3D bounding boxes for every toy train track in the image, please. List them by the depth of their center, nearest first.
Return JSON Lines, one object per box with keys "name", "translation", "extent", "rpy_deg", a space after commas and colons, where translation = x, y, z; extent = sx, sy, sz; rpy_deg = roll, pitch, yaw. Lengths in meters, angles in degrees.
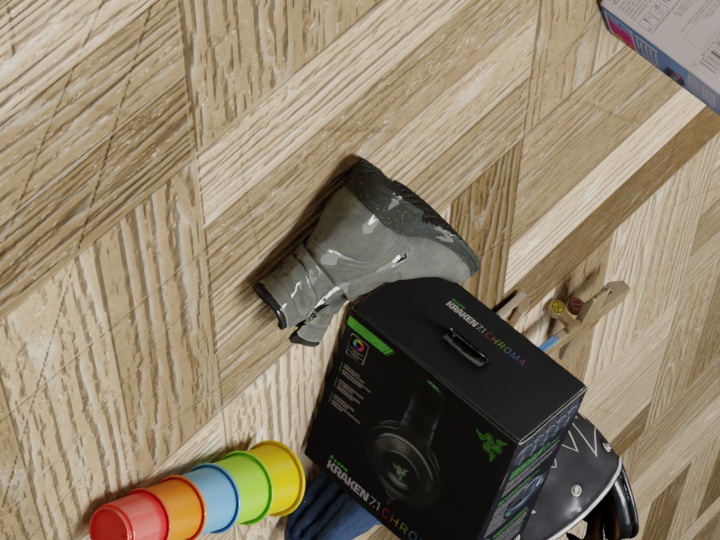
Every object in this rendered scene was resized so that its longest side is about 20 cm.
{"name": "toy train track", "translation": [0.090, 0.084, 1.904], "extent": [0.200, 0.033, 0.115], "rpy_deg": [-39, 165, -37]}
{"name": "toy train track", "translation": [0.171, 0.061, 2.053], "extent": [0.200, 0.033, 0.115], "rpy_deg": [-35, 162, -28]}

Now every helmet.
{"name": "helmet", "translation": [0.154, 0.210, 2.037], "extent": [0.200, 0.200, 0.191], "rpy_deg": [-42, 131, -22]}

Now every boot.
{"name": "boot", "translation": [0.000, 0.000, 1.564], "extent": [0.131, 0.068, 0.200], "rpy_deg": [-48, 153, 6]}

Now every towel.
{"name": "towel", "translation": [0.015, 0.186, 1.912], "extent": [0.112, 0.049, 0.200], "rpy_deg": [-50, 163, 28]}

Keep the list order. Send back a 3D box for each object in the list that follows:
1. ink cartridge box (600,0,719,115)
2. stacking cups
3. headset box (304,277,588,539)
{"name": "ink cartridge box", "translation": [0.301, -0.184, 1.659], "extent": [0.137, 0.200, 0.076], "rpy_deg": [-50, 160, 1]}
{"name": "stacking cups", "translation": [-0.123, 0.168, 1.605], "extent": [0.200, 0.060, 0.061], "rpy_deg": [-8, 134, -54]}
{"name": "headset box", "translation": [0.065, 0.114, 1.717], "extent": [0.093, 0.174, 0.200], "rpy_deg": [-35, 156, -39]}
